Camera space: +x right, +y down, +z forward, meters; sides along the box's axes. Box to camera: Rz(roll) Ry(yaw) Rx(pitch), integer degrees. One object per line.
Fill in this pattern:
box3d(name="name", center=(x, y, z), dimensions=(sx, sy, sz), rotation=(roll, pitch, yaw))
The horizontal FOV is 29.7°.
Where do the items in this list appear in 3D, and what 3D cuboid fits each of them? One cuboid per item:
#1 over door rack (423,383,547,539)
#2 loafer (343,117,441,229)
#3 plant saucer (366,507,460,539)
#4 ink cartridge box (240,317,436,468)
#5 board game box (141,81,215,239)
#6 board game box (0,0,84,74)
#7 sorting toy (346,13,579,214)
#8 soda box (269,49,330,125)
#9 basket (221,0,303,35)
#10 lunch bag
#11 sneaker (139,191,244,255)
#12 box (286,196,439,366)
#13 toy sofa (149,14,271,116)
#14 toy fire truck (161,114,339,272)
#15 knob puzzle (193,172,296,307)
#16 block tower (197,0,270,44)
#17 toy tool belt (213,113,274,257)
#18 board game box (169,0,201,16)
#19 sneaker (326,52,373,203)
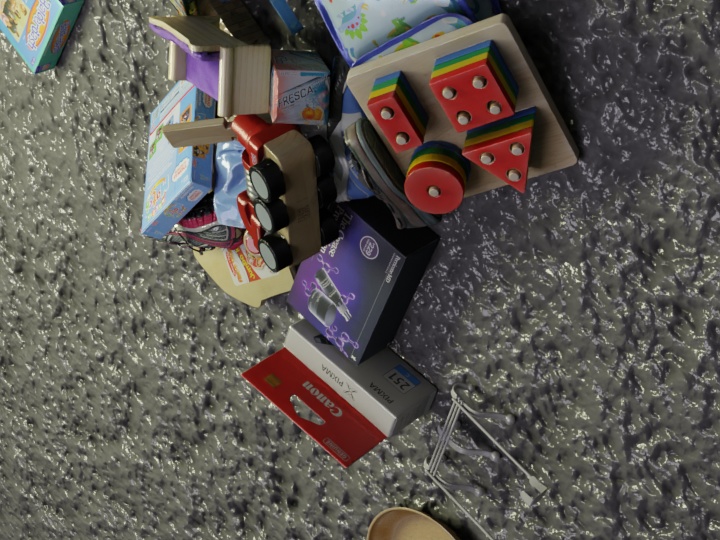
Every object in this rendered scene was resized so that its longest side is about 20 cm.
box3d(name="over door rack", center=(0.164, 0.261, 1.726), dimensions=(0.201, 0.066, 0.149), rotation=(54, 140, 39))
box3d(name="loafer", center=(0.028, -0.103, 1.598), dimensions=(0.062, 0.200, 0.073), rotation=(-21, 52, 22))
box3d(name="plant saucer", center=(0.095, 0.416, 1.901), dimensions=(0.198, 0.035, 0.203), rotation=(20, 122, 35))
box3d(name="ink cartridge box", center=(-0.027, 0.145, 1.781), dimensions=(0.199, 0.175, 0.045), rotation=(38, 132, 22))
box3d(name="board game box", center=(-0.247, -0.165, 1.852), dimensions=(0.151, 0.036, 0.202), rotation=(-37, 44, 46))
box3d(name="board game box", center=(-0.511, -0.423, 2.048), dimensions=(0.201, 0.045, 0.152), rotation=(52, 135, 11))
box3d(name="sorting toy", center=(0.109, -0.153, 1.489), dimensions=(0.198, 0.070, 0.200), rotation=(-15, 127, 28))
box3d(name="soda box", center=(-0.077, -0.223, 1.636), dimensions=(0.200, 0.067, 0.065), rotation=(-112, 24, -72))
box3d(name="basket", center=(-0.143, -0.390, 1.619), dimensions=(0.202, 0.138, 0.176), rotation=(62, -176, 23))
box3d(name="lunch bag", center=(0.063, -0.278, 1.517), dimensions=(0.169, 0.127, 0.202), rotation=(-22, 101, 35))
box3d(name="sneaker", center=(-0.241, -0.058, 1.914), dimensions=(0.199, 0.081, 0.075), rotation=(1, 131, 51))
box3d(name="box", center=(0.000, 0.000, 1.758), dimensions=(0.141, 0.079, 0.201), rotation=(39, 132, 19))
box3d(name="toy sofa", center=(-0.186, -0.249, 1.633), dimensions=(0.200, 0.096, 0.084), rotation=(38, 129, 57))
box3d(name="toy fire truck", center=(-0.135, -0.115, 1.653), dimensions=(0.200, 0.128, 0.177), rotation=(44, 152, 36))
box3d(name="knob puzzle", center=(-0.171, -0.046, 1.926), dimensions=(0.218, 0.030, 0.223), rotation=(22, 123, 38))
box3d(name="block tower", center=(-0.203, -0.357, 1.785), dimensions=(0.201, 0.058, 0.054), rotation=(53, 136, 8))
box3d(name="toy tool belt", center=(-0.147, -0.106, 1.775), dimensions=(0.123, 0.123, 0.203), rotation=(7, 105, 19))
box3d(name="board game box", center=(-0.240, -0.377, 1.674), dimensions=(0.105, 0.023, 0.200), rotation=(57, 173, 11))
box3d(name="sneaker", center=(-0.004, -0.173, 1.627), dimensions=(0.076, 0.076, 0.202), rotation=(-1, 130, -1))
